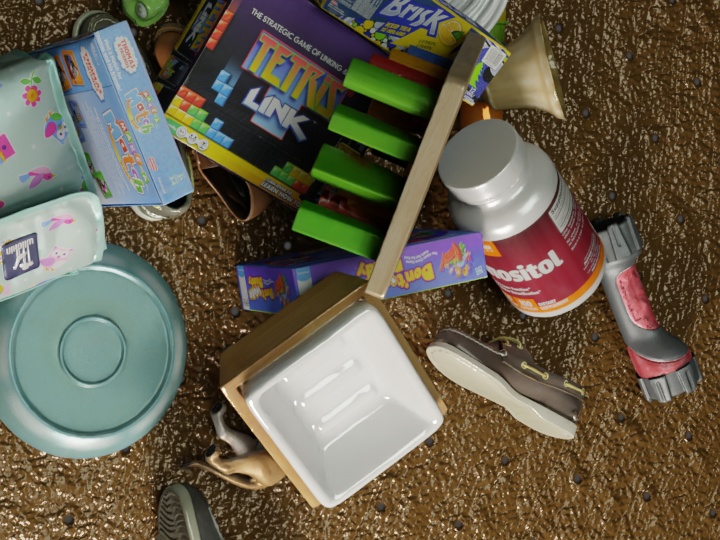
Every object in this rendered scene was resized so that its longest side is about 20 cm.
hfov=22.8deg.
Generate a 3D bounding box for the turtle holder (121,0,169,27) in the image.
[{"bbox_3d":[-0.155,-0.313,1.605,0.185,0.132,0.142,-26,103,-24],"label":"turtle holder"}]

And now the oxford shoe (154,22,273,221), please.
[{"bbox_3d":[-0.134,-0.134,1.635,0.201,0.071,0.071,59,44,-23],"label":"oxford shoe"}]

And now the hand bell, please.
[{"bbox_3d":[0.091,-0.174,1.734,0.199,0.104,0.105,-13,99,12],"label":"hand bell"}]

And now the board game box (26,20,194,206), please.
[{"bbox_3d":[-0.220,-0.130,1.540,0.036,0.200,0.152,-26,103,-23],"label":"board game box"}]

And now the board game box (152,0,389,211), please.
[{"bbox_3d":[-0.074,-0.159,1.593,0.199,0.057,0.166,29,94,-34],"label":"board game box"}]

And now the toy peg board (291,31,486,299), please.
[{"bbox_3d":[0.022,-0.110,1.549,0.097,0.199,0.201,22,110,1],"label":"toy peg board"}]

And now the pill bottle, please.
[{"bbox_3d":[0.155,-0.053,1.745,0.113,0.113,0.200,-53,134,-15],"label":"pill bottle"}]

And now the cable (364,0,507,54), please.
[{"bbox_3d":[0.050,-0.300,1.712,0.199,0.069,0.201,4,99,-5],"label":"cable"}]

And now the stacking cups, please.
[{"bbox_3d":[0.124,-0.189,1.787,0.060,0.060,0.201,-4,94,-26],"label":"stacking cups"}]

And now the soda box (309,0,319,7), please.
[{"bbox_3d":[-0.056,-0.258,1.651,0.067,0.064,0.201,18,102,1],"label":"soda box"}]

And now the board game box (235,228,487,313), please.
[{"bbox_3d":[0.000,0.000,1.691,0.199,0.134,0.045,-12,97,-25],"label":"board game box"}]

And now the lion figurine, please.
[{"bbox_3d":[-0.070,0.147,1.705,0.200,0.072,0.123,-45,123,-4],"label":"lion figurine"}]

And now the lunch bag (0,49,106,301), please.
[{"bbox_3d":[-0.321,-0.069,1.538,0.170,0.122,0.201,-24,110,-26],"label":"lunch bag"}]

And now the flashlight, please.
[{"bbox_3d":[0.297,0.038,1.877,0.067,0.068,0.201,-27,104,-22],"label":"flashlight"}]

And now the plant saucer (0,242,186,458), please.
[{"bbox_3d":[-0.248,0.073,1.630,0.199,0.027,0.202,-1,92,-27],"label":"plant saucer"}]

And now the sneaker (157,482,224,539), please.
[{"bbox_3d":[-0.118,0.275,1.681,0.106,0.075,0.201,-26,112,-28],"label":"sneaker"}]

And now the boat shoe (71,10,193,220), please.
[{"bbox_3d":[-0.203,-0.143,1.626,0.072,0.060,0.203,-25,102,-25],"label":"boat shoe"}]

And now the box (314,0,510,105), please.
[{"bbox_3d":[0.040,-0.230,1.618,0.200,0.070,0.064,29,104,-37],"label":"box"}]

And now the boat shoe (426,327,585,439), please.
[{"bbox_3d":[0.150,0.104,1.806,0.200,0.072,0.060,32,72,-27],"label":"boat shoe"}]

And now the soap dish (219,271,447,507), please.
[{"bbox_3d":[-0.026,0.106,1.599,0.157,0.081,0.200,-36,134,-4],"label":"soap dish"}]
